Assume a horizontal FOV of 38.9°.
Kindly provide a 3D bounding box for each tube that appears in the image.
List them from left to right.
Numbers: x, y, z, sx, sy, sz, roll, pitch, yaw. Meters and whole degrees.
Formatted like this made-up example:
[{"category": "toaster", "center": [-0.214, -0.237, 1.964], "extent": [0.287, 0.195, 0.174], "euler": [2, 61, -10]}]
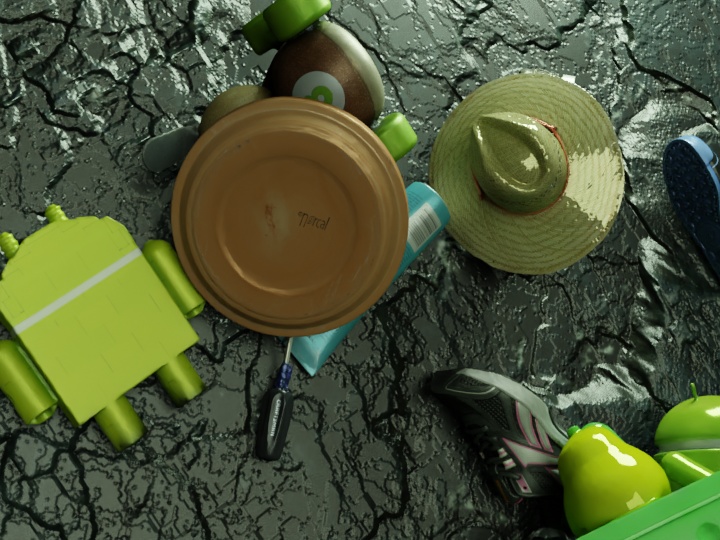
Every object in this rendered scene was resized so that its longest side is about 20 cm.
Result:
[{"category": "tube", "center": [0.000, 0.000, 0.935], "extent": [0.077, 0.050, 0.200], "euler": [45, 70, 4]}]

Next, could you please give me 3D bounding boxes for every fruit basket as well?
[{"category": "fruit basket", "center": [0.236, 0.235, 0.865], "extent": [0.215, 0.215, 0.157], "euler": [-40, 127, -26]}]

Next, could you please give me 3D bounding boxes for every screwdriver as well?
[{"category": "screwdriver", "center": [-0.059, 0.065, 0.888], "extent": [0.029, 0.028, 0.202], "euler": [10, 81, 25]}]

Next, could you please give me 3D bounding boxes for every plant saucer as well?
[{"category": "plant saucer", "center": [-0.059, -0.040, 0.839], "extent": [0.198, 0.032, 0.203], "euler": [0, 107, 1]}]

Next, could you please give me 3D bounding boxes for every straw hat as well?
[{"category": "straw hat", "center": [0.143, -0.101, 0.935], "extent": [0.199, 0.085, 0.204], "euler": [-4, 79, 22]}]

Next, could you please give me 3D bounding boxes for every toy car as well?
[{"category": "toy car", "center": [-0.084, -0.120, 0.881], "extent": [0.199, 0.158, 0.165], "euler": [-39, 105, -14]}]

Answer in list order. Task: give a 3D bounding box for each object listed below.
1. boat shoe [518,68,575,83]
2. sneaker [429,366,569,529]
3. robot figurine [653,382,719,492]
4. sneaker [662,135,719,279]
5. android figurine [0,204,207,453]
[{"category": "boat shoe", "center": [0.159, -0.106, 1.015], "extent": [0.060, 0.072, 0.204], "euler": [17, 79, 11]}, {"category": "sneaker", "center": [0.143, 0.166, 0.932], "extent": [0.199, 0.080, 0.087], "euler": [35, 68, -10]}, {"category": "robot figurine", "center": [0.344, 0.214, 0.982], "extent": [0.175, 0.115, 0.203], "euler": [18, 67, -46]}, {"category": "sneaker", "center": [0.401, -0.064, 1.107], "extent": [0.078, 0.070, 0.202], "euler": [-31, 96, -30]}, {"category": "android figurine", "center": [-0.217, 0.041, 0.834], "extent": [0.182, 0.041, 0.201], "euler": [-38, 93, -26]}]
